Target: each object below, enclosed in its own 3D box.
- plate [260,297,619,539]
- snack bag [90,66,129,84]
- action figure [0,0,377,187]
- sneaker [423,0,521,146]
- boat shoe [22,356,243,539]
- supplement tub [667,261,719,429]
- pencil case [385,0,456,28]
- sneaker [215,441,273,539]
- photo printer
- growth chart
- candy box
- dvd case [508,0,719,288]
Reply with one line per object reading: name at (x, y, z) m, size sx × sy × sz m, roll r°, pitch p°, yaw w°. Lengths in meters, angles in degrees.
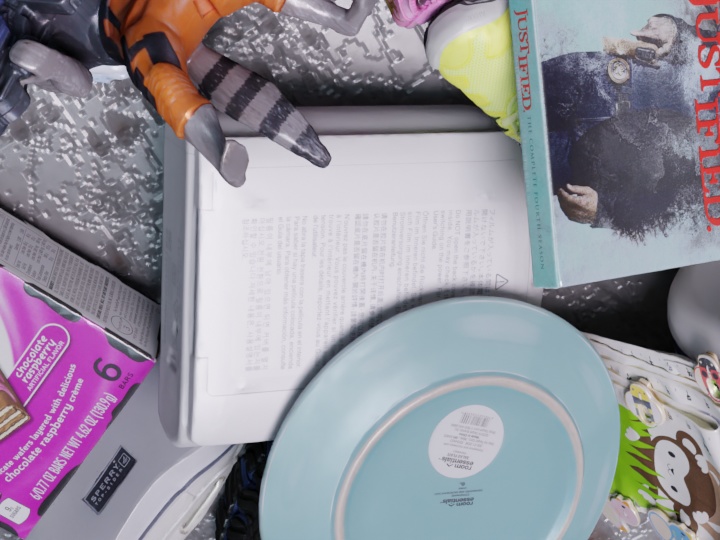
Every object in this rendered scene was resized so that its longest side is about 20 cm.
plate at (0.047, 0.110, 0.873) m, size 0.198 × 0.026 × 0.202 m, roll -9°, pitch 117°, yaw -18°
snack bag at (-0.208, -0.176, 0.818) m, size 0.187 × 0.021 × 0.202 m, roll -3°, pitch 117°, yaw -5°
action figure at (-0.114, -0.089, 0.778) m, size 0.201 × 0.192 × 0.105 m, roll -59°, pitch 155°, yaw -15°
sneaker at (0.111, -0.073, 0.836) m, size 0.199 × 0.077 × 0.075 m, roll 25°, pitch 133°, yaw -37°
boat shoe at (-0.102, 0.106, 0.947) m, size 0.201 × 0.072 × 0.066 m, roll -55°, pitch 149°, yaw 1°
supplement tub at (0.249, 0.082, 0.926) m, size 0.143 × 0.145 × 0.201 m, roll -16°, pitch 117°, yaw 3°
pencil case at (-0.013, -0.204, 0.784) m, size 0.083 × 0.087 × 0.200 m, roll -45°, pitch 112°, yaw -2°
sneaker at (-0.044, 0.165, 0.989) m, size 0.078 × 0.076 × 0.201 m, roll 11°, pitch 122°, yaw -26°
photo printer at (0.000, 0.000, 0.873) m, size 0.198 × 0.069 × 0.168 m, roll -4°, pitch 106°, yaw -22°
growth chart at (0.154, 0.092, 0.914) m, size 0.018 × 0.199 × 0.146 m, roll -33°, pitch 111°, yaw -27°
candy box at (-0.219, 0.031, 0.892) m, size 0.199 × 0.061 × 0.137 m, roll 32°, pitch 112°, yaw -16°
dvd case at (0.155, -0.076, 0.824) m, size 0.199 × 0.022 × 0.148 m, roll -8°, pitch 94°, yaw -36°
